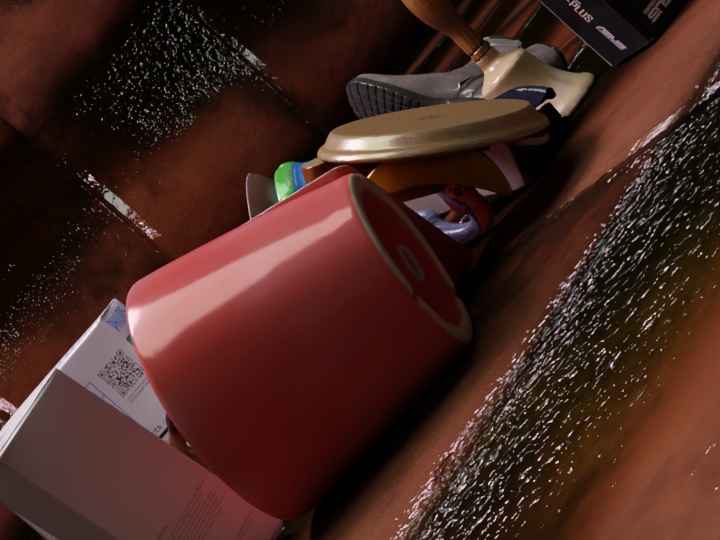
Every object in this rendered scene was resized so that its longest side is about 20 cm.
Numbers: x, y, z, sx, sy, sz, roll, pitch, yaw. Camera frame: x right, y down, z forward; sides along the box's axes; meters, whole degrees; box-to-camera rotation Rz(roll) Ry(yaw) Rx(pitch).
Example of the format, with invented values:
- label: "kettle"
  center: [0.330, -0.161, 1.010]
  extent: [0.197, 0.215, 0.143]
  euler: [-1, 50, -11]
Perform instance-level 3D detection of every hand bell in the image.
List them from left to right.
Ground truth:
- label: "hand bell"
  center: [0.100, -0.199, 1.600]
  extent: [0.104, 0.200, 0.104]
  euler: [-49, 7, 8]

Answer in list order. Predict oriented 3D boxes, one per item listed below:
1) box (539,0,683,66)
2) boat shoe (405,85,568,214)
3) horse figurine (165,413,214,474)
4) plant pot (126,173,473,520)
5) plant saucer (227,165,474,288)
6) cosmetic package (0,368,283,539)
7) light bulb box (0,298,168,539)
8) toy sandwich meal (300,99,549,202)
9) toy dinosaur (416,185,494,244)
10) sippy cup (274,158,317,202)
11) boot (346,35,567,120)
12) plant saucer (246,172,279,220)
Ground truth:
- label: "box"
  center: [0.226, -0.306, 1.526]
  extent: [0.200, 0.164, 0.086]
  euler: [-50, 6, -16]
- label: "boat shoe"
  center: [0.092, -0.105, 1.562]
  extent: [0.199, 0.075, 0.093]
  euler: [-5, 32, 43]
- label: "horse figurine"
  center: [-0.114, 0.144, 1.417]
  extent: [0.050, 0.199, 0.134]
  euler: [27, 101, 44]
- label: "plant pot"
  center: [-0.032, 0.041, 1.240]
  extent: [0.177, 0.201, 0.201]
  euler: [-36, 9, 13]
- label: "plant saucer"
  center: [-0.034, 0.016, 1.389]
  extent: [0.199, 0.199, 0.037]
  euler: [-30, 56, 21]
- label: "cosmetic package"
  center: [-0.169, 0.168, 1.297]
  extent: [0.085, 0.199, 0.108]
  euler: [-58, 10, -24]
- label: "light bulb box"
  center: [-0.226, 0.170, 1.709]
  extent: [0.198, 0.200, 0.125]
  euler: [-48, 7, 5]
- label: "toy sandwich meal"
  center: [0.052, -0.085, 1.414]
  extent: [0.203, 0.071, 0.205]
  euler: [-8, 11, 2]
- label: "toy dinosaur"
  center: [0.049, -0.035, 1.552]
  extent: [0.181, 0.106, 0.200]
  euler: [-22, 7, 30]
- label: "sippy cup"
  center: [-0.001, -0.066, 1.824]
  extent: [0.130, 0.179, 0.140]
  euler: [-23, -21, 12]
- label: "boot"
  center: [0.097, -0.184, 1.788]
  extent: [0.131, 0.199, 0.068]
  euler: [-55, -34, -37]
- label: "plant saucer"
  center: [-0.071, -0.007, 1.845]
  extent: [0.032, 0.202, 0.200]
  euler: [-16, 12, 7]
